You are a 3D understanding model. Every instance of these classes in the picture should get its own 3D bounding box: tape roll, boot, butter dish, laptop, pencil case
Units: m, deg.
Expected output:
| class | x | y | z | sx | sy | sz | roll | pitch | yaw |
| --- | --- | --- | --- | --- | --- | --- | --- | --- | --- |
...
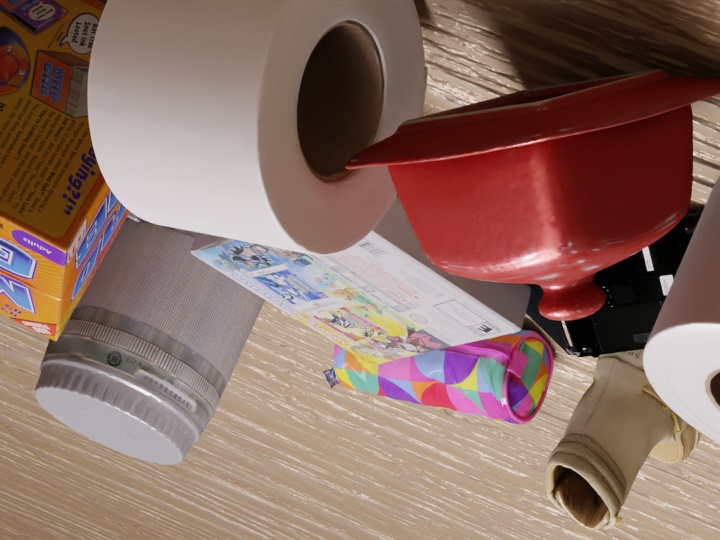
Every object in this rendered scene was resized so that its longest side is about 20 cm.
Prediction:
| class | x | y | z | sx | sy | sz | roll | pitch | yaw |
| --- | --- | --- | --- | --- | --- | --- | --- | --- | --- |
| tape roll | -0.067 | -0.120 | 1.435 | 0.139 | 0.203 | 0.203 | 11 | 152 | 31 |
| boot | 0.214 | 0.147 | 1.758 | 0.073 | 0.156 | 0.200 | 15 | 153 | 26 |
| butter dish | 0.125 | -0.041 | 1.388 | 0.200 | 0.199 | 0.149 | -4 | 99 | 47 |
| laptop | 0.173 | -0.021 | 1.645 | 0.199 | 0.104 | 0.177 | -9 | 147 | 12 |
| pencil case | 0.066 | 0.079 | 1.868 | 0.199 | 0.089 | 0.088 | 9 | 151 | 32 |
| tape roll | 0.308 | 0.037 | 1.462 | 0.202 | 0.140 | 0.203 | 23 | 156 | 11 |

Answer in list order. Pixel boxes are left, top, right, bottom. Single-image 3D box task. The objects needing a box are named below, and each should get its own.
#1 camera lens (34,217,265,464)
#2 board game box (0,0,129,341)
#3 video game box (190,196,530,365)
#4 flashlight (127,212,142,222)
| class | x | y | z | sx | sy | sz | roll | pitch | yaw |
| --- | --- | --- | --- | --- | --- | --- | --- | --- | --- |
| camera lens | -0.182 | 0.050 | 1.910 | 0.159 | 0.201 | 0.160 | 21 | 159 | 8 |
| board game box | -0.278 | -0.102 | 1.709 | 0.199 | 0.201 | 0.200 | 27 | 156 | 1 |
| video game box | 0.000 | 0.000 | 1.662 | 0.200 | 0.047 | 0.182 | 33 | 148 | -30 |
| flashlight | -0.269 | -0.106 | 1.857 | 0.199 | 0.068 | 0.068 | 28 | 155 | 0 |
